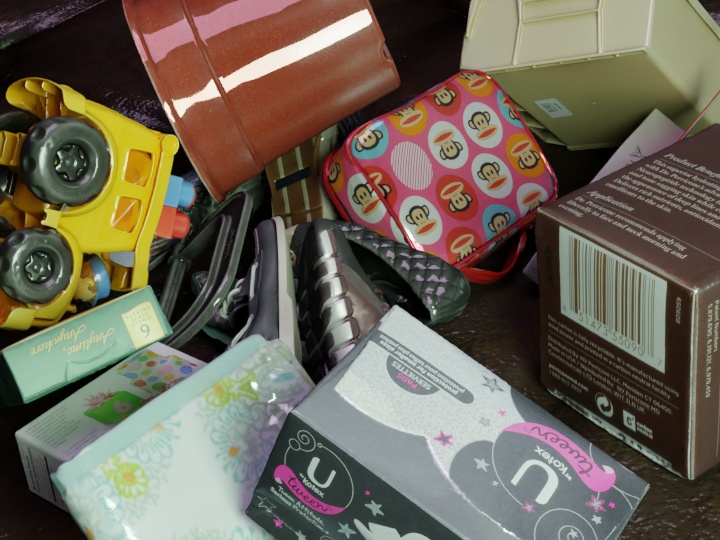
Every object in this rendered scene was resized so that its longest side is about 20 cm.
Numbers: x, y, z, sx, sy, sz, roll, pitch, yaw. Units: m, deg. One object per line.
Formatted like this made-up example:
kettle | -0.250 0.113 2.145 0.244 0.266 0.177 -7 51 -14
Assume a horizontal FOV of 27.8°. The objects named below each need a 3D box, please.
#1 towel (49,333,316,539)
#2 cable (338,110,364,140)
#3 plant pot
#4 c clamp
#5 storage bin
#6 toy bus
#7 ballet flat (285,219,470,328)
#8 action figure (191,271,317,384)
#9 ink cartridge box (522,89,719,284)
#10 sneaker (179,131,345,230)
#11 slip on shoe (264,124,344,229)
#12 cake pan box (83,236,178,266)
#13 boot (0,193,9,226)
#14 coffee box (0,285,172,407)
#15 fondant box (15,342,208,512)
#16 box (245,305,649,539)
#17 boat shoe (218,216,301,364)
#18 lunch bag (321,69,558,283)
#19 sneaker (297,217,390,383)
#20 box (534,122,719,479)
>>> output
towel | -0.080 0.151 0.952 0.200 0.048 0.172 -33 82 -38
cable | -0.007 -0.117 1.410 0.097 0.050 0.200 17 26 -42
plant pot | -0.080 -0.191 1.292 0.194 0.202 0.201 -25 32 1
c clamp | -0.147 0.013 1.234 0.171 0.027 0.201 -41 23 24
storage bin | 0.226 -0.198 1.381 0.197 0.200 0.095 -2 71 35
toy bus | -0.226 -0.039 1.217 0.191 0.202 0.135 16 -3 -38
ballet flat | 0.000 0.000 1.216 0.199 0.067 0.057 14 23 33
action figure | -0.077 0.041 1.224 0.199 0.055 0.118 20 39 40
ink cartridge box | 0.235 -0.087 1.265 0.043 0.174 0.200 38 44 8
sneaker | -0.105 -0.100 1.437 0.199 0.078 0.086 -22 27 -27
slip on shoe | -0.046 -0.085 1.354 0.076 0.061 0.201 -22 49 16
cake pan box | -0.296 -0.039 1.395 0.199 0.053 0.184 -23 33 -26
boot | -0.308 -0.087 1.280 0.198 0.156 0.072 -12 32 -8
coffee box | -0.225 0.061 1.122 0.122 0.044 0.200 -24 2 -19
fondant box | -0.133 0.136 1.071 0.199 0.059 0.144 20 40 35
box | 0.054 0.140 0.902 0.199 0.115 0.132 36 44 10
boat shoe | -0.082 0.022 1.135 0.062 0.073 0.201 -8 35 0
lunch bag | 0.081 -0.070 1.295 0.199 0.177 0.082 -29 -7 -36
sneaker | 0.021 0.054 1.116 0.115 0.076 0.202 -4 70 -20
box | 0.257 0.017 1.090 0.199 0.165 0.166 -24 34 -27
